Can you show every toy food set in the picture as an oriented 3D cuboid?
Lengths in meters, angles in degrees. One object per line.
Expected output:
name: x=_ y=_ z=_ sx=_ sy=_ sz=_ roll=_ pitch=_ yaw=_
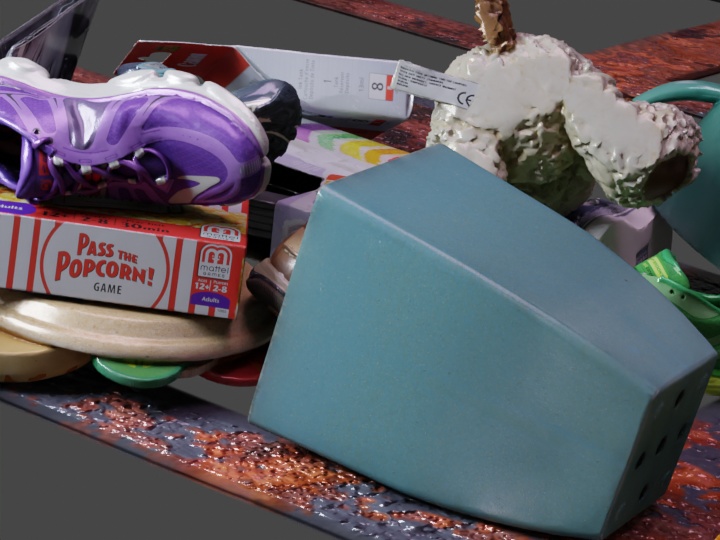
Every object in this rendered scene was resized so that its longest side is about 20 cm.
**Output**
toy food set: x=-0.137 y=0.022 z=1.460 sx=0.197 sy=0.049 sz=0.200 roll=10 pitch=18 yaw=2

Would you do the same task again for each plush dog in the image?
plush dog: x=0.101 y=-0.083 z=1.617 sx=0.199 sy=0.161 sz=0.172 roll=-20 pitch=-14 yaw=-2

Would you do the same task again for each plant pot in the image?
plant pot: x=0.074 y=0.046 z=1.345 sx=0.199 sy=0.142 sz=0.141 roll=27 pitch=24 yaw=22

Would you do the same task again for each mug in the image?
mug: x=0.275 y=-0.060 z=1.694 sx=0.184 sy=0.115 sz=0.152 roll=25 pitch=19 yaw=-28

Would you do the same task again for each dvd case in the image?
dvd case: x=-0.217 y=-0.095 z=1.617 sx=0.016 sy=0.149 sz=0.200 roll=23 pitch=19 yaw=3

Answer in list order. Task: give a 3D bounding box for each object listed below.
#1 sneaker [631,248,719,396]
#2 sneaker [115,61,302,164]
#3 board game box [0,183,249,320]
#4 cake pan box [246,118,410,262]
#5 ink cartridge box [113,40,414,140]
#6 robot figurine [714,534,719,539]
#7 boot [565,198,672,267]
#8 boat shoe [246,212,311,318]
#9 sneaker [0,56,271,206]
sneaker: x=0.160 y=0.025 z=1.532 sx=0.199 sy=0.084 sz=0.074 roll=3 pitch=19 yaw=-14
sneaker: x=-0.125 y=-0.099 z=1.625 sx=0.199 sy=0.087 sz=0.077 roll=-16 pitch=-23 yaw=32
board game box: x=-0.140 y=-0.033 z=1.470 sx=0.150 sy=0.047 sz=0.200 roll=8 pitch=18 yaw=-5
cake pan box: x=-0.039 y=-0.050 z=1.724 sx=0.183 sy=0.053 sz=0.200 roll=18 pitch=20 yaw=32
ink cartridge box: x=-0.074 y=-0.128 z=1.866 sx=0.199 sy=0.050 sz=0.162 roll=1 pitch=-4 yaw=-12
robot figurine: x=0.253 y=0.138 z=1.274 sx=0.144 sy=0.059 sz=0.200 roll=20 pitch=21 yaw=29
boot: x=0.137 y=-0.009 z=1.671 sx=0.090 sy=0.073 sz=0.200 roll=8 pitch=8 yaw=20
boat shoe: x=0.000 y=0.000 z=1.485 sx=0.076 sy=0.074 sz=0.200 roll=38 pitch=9 yaw=10
sneaker: x=-0.147 y=-0.060 z=1.389 sx=0.199 sy=0.081 sz=0.084 roll=6 pitch=34 yaw=13
